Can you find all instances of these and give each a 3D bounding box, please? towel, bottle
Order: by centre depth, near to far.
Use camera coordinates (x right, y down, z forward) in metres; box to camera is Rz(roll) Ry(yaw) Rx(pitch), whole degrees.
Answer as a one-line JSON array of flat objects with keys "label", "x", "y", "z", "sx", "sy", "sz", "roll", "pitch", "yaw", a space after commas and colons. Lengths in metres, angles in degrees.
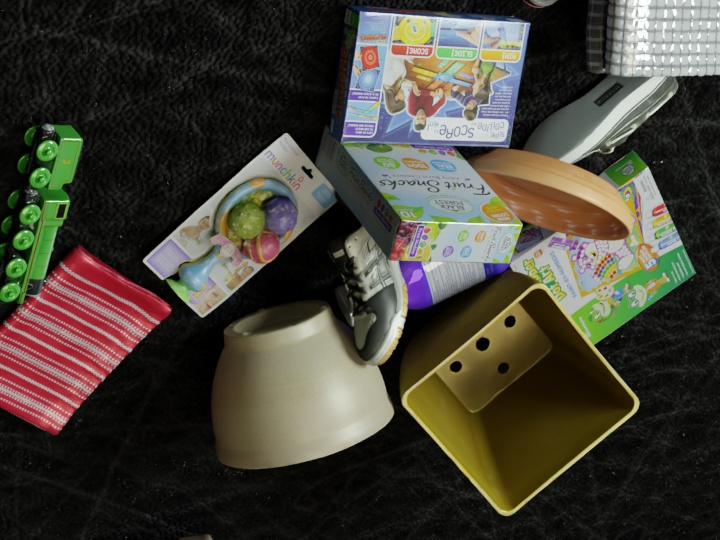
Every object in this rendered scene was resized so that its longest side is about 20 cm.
[{"label": "towel", "x": -0.308, "y": 0.076, "z": 1.719, "sx": 0.200, "sy": 0.023, "sz": 0.144, "roll": -46, "pitch": 130, "yaw": 9}, {"label": "towel", "x": 0.328, "y": -0.290, "z": 1.724, "sx": 0.199, "sy": 0.085, "sz": 0.167, "roll": -7, "pitch": 106, "yaw": -29}, {"label": "bottle", "x": 0.069, "y": 0.000, "z": 1.830, "sx": 0.199, "sy": 0.065, "sz": 0.084, "roll": -26, "pitch": 132, "yaw": -9}]

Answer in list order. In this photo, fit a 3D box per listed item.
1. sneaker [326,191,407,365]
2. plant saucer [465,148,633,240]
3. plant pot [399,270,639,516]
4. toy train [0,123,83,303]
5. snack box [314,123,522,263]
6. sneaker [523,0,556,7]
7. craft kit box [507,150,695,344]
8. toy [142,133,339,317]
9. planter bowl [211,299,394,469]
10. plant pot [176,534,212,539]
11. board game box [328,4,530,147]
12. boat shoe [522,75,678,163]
[{"label": "sneaker", "x": 0.000, "y": 0.000, "z": 1.741, "sx": 0.087, "sy": 0.202, "sz": 0.075, "roll": 14, "pitch": 158, "yaw": -30}, {"label": "plant saucer", "x": 0.200, "y": -0.085, "z": 1.769, "sx": 0.199, "sy": 0.199, "sz": 0.038, "roll": 27, "pitch": 79, "yaw": -38}, {"label": "plant pot", "x": 0.159, "y": 0.116, "z": 1.866, "sx": 0.200, "sy": 0.177, "sz": 0.200, "roll": -40, "pitch": 111, "yaw": 4}, {"label": "toy train", "x": -0.317, "y": -0.054, "z": 1.610, "sx": 0.056, "sy": 0.042, "sz": 0.201, "roll": -3, "pitch": 125, "yaw": -38}, {"label": "snack box", "x": 0.056, "y": -0.080, "z": 1.676, "sx": 0.141, "sy": 0.200, "sz": 0.053, "roll": 0, "pitch": 122, "yaw": -27}, {"label": "sneaker", "x": 0.211, "y": -0.347, "z": 1.638, "sx": 0.073, "sy": 0.088, "sz": 0.201, "roll": 4, "pitch": 121, "yaw": -30}, {"label": "craft kit box", "x": 0.281, "y": -0.013, "z": 1.948, "sx": 0.197, "sy": 0.049, "sz": 0.200, "roll": -33, "pitch": 132, "yaw": 2}, {"label": "toy", "x": -0.117, "y": -0.035, "z": 1.720, "sx": 0.200, "sy": 0.047, "sz": 0.115, "roll": -39, "pitch": 133, "yaw": 4}, {"label": "planter bowl", "x": -0.074, "y": 0.112, "z": 1.772, "sx": 0.199, "sy": 0.200, "sz": 0.136, "roll": -17, "pitch": 103, "yaw": -16}, {"label": "plant pot", "x": -0.250, "y": 0.412, "z": 1.900, "sx": 0.173, "sy": 0.201, "sz": 0.201, "roll": -3, "pitch": 126, "yaw": -5}, {"label": "board game box", "x": 0.071, "y": -0.197, "z": 1.689, "sx": 0.199, "sy": 0.034, "sz": 0.136, "roll": 0, "pitch": 109, "yaw": -26}, {"label": "boat shoe", "x": 0.268, "y": -0.160, "z": 1.814, "sx": 0.200, "sy": 0.071, "sz": 0.064, "roll": -38, "pitch": 131, "yaw": 0}]
